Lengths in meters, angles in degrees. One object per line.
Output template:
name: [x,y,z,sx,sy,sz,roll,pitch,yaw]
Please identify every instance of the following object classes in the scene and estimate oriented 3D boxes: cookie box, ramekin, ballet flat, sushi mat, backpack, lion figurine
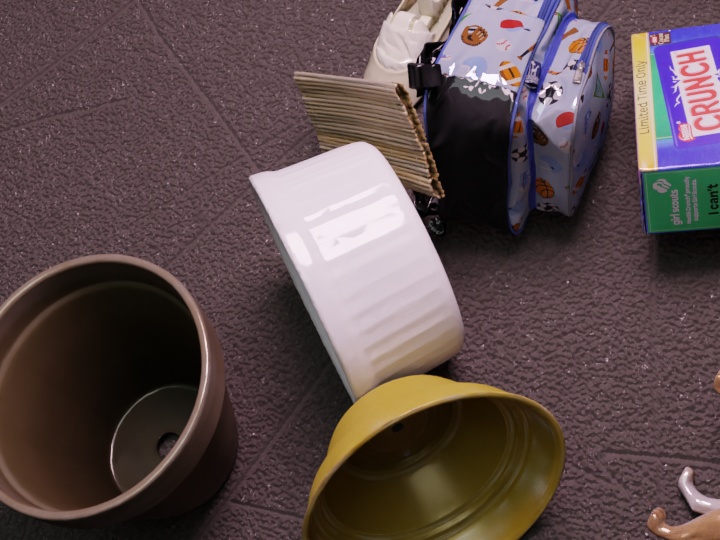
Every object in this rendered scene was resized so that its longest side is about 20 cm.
cookie box: [0.311,-0.116,0.971,0.199,0.075,0.172,-5,45,14]
ramekin: [0.000,0.000,0.972,0.097,0.201,0.201,-25,61,-4]
ballet flat: [0.054,-0.226,1.129,0.069,0.069,0.200,23,75,24]
sushi mat: [0.003,-0.112,1.021,0.012,0.096,0.200,-28,21,-18]
backpack: [0.124,-0.145,1.009,0.153,0.200,0.191,10,59,9]
lion figurine: [0.290,0.139,0.885,0.122,0.072,0.201,26,98,27]

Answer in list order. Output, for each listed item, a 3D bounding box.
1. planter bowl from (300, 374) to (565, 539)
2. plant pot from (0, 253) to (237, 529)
planter bowl: [0.040,0.137,0.910,0.200,0.201,0.084,-31,43,1]
plant pot: [-0.178,0.112,0.982,0.199,0.174,0.201,-6,66,14]
